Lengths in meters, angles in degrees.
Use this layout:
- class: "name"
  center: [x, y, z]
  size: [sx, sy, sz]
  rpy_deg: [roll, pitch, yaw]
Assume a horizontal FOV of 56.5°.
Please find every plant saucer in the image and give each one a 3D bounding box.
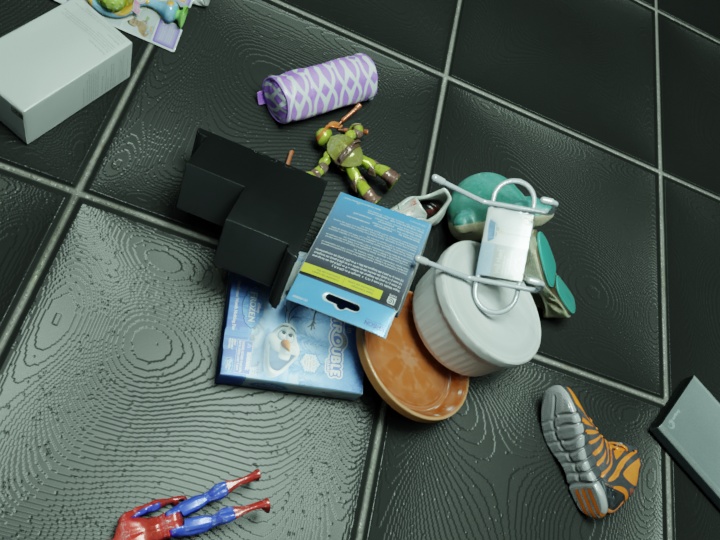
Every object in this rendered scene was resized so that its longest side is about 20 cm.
- class: "plant saucer"
  center: [0.074, 0.122, 0.961]
  size: [0.200, 0.032, 0.201]
  rpy_deg: [23, 48, -28]

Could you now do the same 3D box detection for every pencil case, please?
- class: "pencil case"
  center: [-0.064, -0.304, 1.107]
  size: [0.199, 0.084, 0.085]
  rpy_deg: [-24, 41, -31]

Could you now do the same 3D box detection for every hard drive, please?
- class: "hard drive"
  center: [0.585, 0.295, 1.114]
  size: [0.139, 0.033, 0.200]
  rpy_deg: [-38, 84, -31]

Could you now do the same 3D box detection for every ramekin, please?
- class: "ramekin"
  center: [0.166, 0.063, 0.991]
  size: [0.202, 0.094, 0.203]
  rpy_deg: [23, 49, -29]

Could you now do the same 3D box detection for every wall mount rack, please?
- class: "wall mount rack"
  center: [0.171, -0.048, 0.913]
  size: [0.173, 0.075, 0.201]
  rpy_deg: [11, 78, 10]

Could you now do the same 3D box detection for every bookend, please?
- class: "bookend"
  center: [-0.166, -0.076, 0.900]
  size: [0.198, 0.092, 0.200]
  rpy_deg: [22, 36, -6]

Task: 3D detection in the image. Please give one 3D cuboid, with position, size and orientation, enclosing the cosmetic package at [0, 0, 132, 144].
- class: "cosmetic package"
  center: [-0.435, -0.286, 0.948]
  size: [0.113, 0.081, 0.200]
  rpy_deg: [42, 59, 1]

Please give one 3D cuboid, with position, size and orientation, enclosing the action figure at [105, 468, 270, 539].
- class: "action figure"
  center: [-0.209, 0.293, 0.785]
  size: [0.199, 0.052, 0.066]
  rpy_deg: [-13, 66, -21]

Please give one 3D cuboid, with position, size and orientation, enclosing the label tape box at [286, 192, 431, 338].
- class: "label tape box"
  center: [0.000, 0.000, 0.929]
  size: [0.143, 0.066, 0.200]
  rpy_deg: [20, 57, 7]

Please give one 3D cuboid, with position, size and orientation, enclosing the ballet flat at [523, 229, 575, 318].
- class: "ballet flat"
  center: [0.282, 0.016, 1.053]
  size: [0.200, 0.062, 0.068]
  rpy_deg: [53, 40, -38]

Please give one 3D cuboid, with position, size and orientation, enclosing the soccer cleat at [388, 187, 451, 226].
- class: "soccer cleat"
  center: [0.059, -0.076, 1.044]
  size: [0.199, 0.085, 0.069]
  rpy_deg: [-25, 77, -30]

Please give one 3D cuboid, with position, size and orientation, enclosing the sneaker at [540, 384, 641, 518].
- class: "sneaker"
  center: [0.352, 0.261, 1.019]
  size: [0.112, 0.078, 0.201]
  rpy_deg: [-14, 83, -31]

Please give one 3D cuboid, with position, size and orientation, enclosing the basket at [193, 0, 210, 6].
- class: "basket"
  center: [-0.322, -0.546, 1.084]
  size: [0.199, 0.136, 0.124]
  rpy_deg: [15, 60, -15]

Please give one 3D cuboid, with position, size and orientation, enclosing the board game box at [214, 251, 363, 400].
- class: "board game box"
  center: [-0.091, 0.069, 0.940]
  size: [0.198, 0.043, 0.201]
  rpy_deg: [11, 62, -18]

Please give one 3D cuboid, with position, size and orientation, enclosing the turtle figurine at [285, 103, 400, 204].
- class: "turtle figurine"
  center: [-0.012, -0.185, 1.079]
  size: [0.161, 0.064, 0.200]
  rpy_deg: [41, 58, 0]

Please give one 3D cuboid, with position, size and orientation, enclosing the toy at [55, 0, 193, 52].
- class: "toy"
  center: [-0.365, -0.436, 1.034]
  size: [0.199, 0.047, 0.116]
  rpy_deg: [21, 94, -17]

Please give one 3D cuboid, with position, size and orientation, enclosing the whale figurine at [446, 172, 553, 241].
- class: "whale figurine"
  center: [0.215, -0.103, 1.051]
  size: [0.158, 0.200, 0.104]
  rpy_deg: [-14, 98, -16]
